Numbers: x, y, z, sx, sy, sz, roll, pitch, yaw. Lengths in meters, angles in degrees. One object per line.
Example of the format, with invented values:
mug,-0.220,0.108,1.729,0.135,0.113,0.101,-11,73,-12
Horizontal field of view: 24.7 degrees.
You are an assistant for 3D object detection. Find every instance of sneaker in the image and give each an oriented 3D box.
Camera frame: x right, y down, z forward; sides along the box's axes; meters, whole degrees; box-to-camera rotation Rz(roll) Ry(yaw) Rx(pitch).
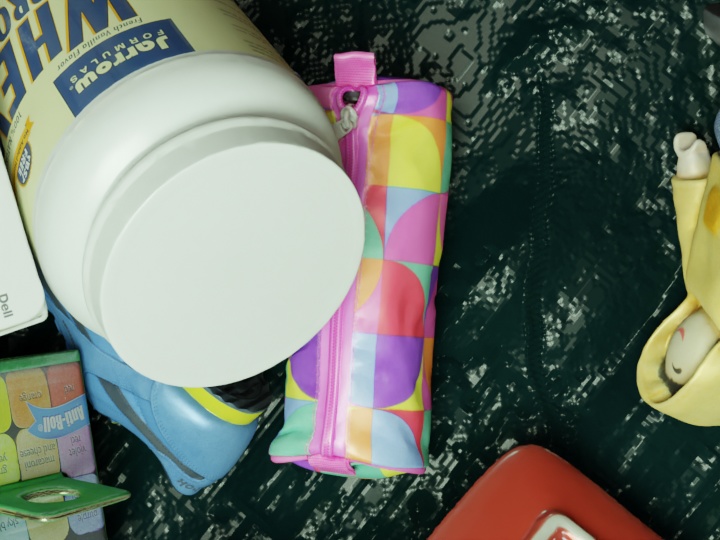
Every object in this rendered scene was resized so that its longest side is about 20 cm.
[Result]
sneaker,-0.133,0.028,0.837,0.200,0.066,0.079,46,116,15

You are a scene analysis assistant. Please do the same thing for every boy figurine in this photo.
boy figurine,0.173,-0.021,0.762,0.064,0.125,0.202,-1,121,-18

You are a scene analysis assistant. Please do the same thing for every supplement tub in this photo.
supplement tub,-0.095,-0.056,0.752,0.145,0.145,0.200,-45,46,6

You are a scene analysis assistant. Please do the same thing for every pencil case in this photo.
pencil case,0.000,0.000,0.803,0.087,0.088,0.203,2,90,11

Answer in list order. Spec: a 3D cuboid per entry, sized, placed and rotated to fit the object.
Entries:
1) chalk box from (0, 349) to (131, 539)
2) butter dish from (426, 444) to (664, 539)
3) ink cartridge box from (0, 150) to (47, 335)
chalk box,-0.204,0.109,0.785,0.198,0.124,0.125,-12,86,31
butter dish,0.083,0.222,0.756,0.199,0.148,0.200,38,54,10
ink cartridge box,-0.221,-0.033,0.770,0.083,0.200,0.148,-19,94,-21
